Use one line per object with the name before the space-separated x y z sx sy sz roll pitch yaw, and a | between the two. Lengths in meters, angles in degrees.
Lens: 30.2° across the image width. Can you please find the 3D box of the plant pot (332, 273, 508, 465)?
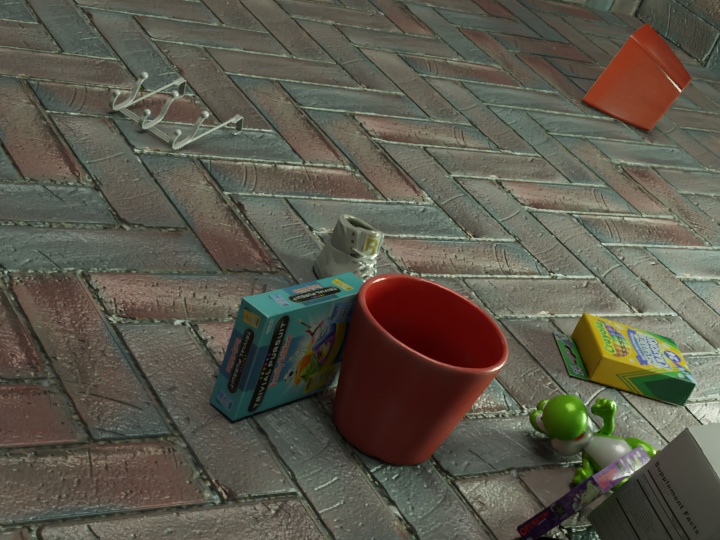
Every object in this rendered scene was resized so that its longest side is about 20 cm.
plant pot | 0.060 0.132 1.665 0.200 0.178 0.201 19 27 -10

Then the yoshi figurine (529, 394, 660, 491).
yoshi figurine | 0.315 0.230 1.773 0.200 0.112 0.112 29 34 18

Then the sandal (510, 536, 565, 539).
sandal | 0.265 0.355 1.553 0.199 0.055 0.082 13 3 7

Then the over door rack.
over door rack | -0.304 -0.277 2.241 0.148 0.067 0.200 34 29 18

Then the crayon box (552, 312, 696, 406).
crayon box | 0.411 0.135 2.079 0.199 0.052 0.126 15 28 -15

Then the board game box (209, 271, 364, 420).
board game box | -0.083 0.092 1.652 0.047 0.151 0.200 34 29 29

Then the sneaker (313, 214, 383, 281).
sneaker | 0.000 0.000 1.928 0.074 0.116 0.200 5 33 -35

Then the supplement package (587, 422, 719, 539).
supplement package | 0.396 0.285 1.603 0.121 0.200 0.120 0 51 -40

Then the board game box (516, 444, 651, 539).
board game box | 0.273 0.269 1.611 0.032 0.120 0.200 60 25 12

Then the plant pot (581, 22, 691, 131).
plant pot | 0.683 -0.453 3.222 0.176 0.200 0.200 39 29 6
